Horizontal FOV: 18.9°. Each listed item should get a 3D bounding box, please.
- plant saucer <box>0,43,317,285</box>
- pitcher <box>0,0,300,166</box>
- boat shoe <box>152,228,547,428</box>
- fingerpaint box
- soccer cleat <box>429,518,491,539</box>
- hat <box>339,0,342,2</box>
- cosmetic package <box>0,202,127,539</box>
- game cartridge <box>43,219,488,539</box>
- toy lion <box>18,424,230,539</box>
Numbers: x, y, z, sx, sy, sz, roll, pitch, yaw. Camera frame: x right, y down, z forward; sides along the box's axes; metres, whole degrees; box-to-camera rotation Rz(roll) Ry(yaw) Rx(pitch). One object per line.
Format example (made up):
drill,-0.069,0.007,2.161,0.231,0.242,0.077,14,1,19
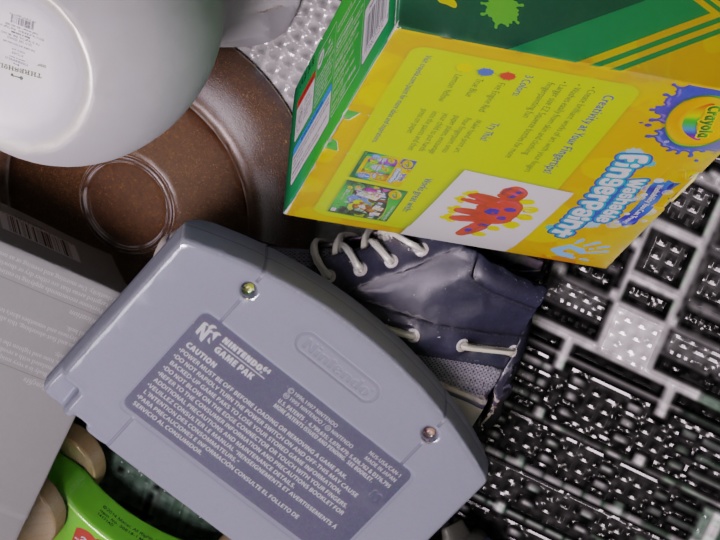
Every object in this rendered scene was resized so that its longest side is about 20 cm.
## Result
plant saucer,-0.120,-0.040,1.160,0.198,0.032,0.202,8,114,18
pitcher,-0.139,-0.131,1.031,0.170,0.200,0.122,14,116,16
boat shoe,0.000,0.000,1.096,0.199,0.075,0.093,22,115,-13
fingerpaint box,0.069,-0.080,0.955,0.165,0.074,0.200,9,158,-11
soccer cleat,-0.004,0.208,1.148,0.199,0.065,0.084,-28,91,-13
hat,0.036,-0.218,0.994,0.198,0.081,0.203,1,104,3
cosmetic package,-0.210,0.071,1.122,0.106,0.090,0.201,25,100,-21
game cartridge,-0.040,0.070,1.069,0.200,0.041,0.133,39,113,-16
toy lion,-0.138,0.211,1.254,0.199,0.069,0.193,30,127,7
